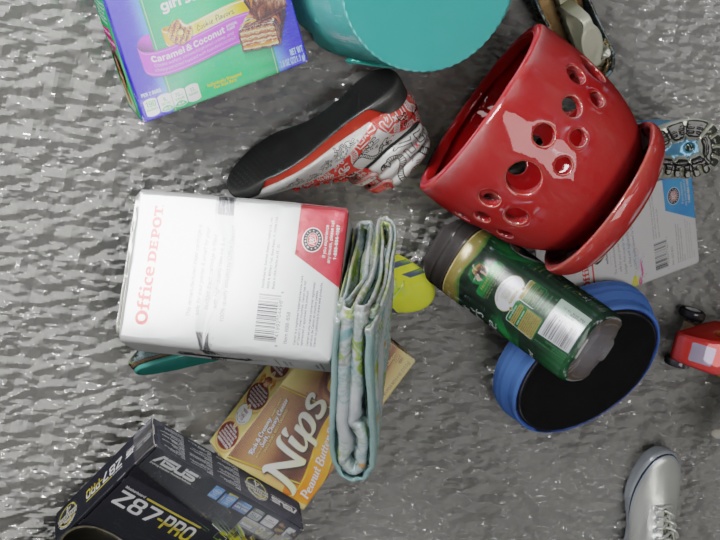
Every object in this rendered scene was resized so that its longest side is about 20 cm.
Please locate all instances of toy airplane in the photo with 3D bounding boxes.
[{"bbox_3d":[0.469,0.104,1.710,0.199,0.141,0.200,-35,118,-9],"label":"toy airplane"}]

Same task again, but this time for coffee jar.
[{"bbox_3d":[0.162,0.026,1.510,0.085,0.200,0.104,-57,155,10],"label":"coffee jar"}]

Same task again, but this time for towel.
[{"bbox_3d":[0.005,0.071,1.394,0.048,0.171,0.201,7,125,5],"label":"towel"}]

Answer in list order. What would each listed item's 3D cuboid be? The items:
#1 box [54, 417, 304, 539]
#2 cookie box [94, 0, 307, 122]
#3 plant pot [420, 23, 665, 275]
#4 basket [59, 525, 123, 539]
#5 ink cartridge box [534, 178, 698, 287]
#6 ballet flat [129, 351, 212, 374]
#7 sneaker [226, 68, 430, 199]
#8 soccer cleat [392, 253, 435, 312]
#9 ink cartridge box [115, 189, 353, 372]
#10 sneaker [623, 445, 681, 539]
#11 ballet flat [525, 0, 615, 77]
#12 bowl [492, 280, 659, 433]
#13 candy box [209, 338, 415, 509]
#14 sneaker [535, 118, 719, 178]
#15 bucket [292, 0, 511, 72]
[{"bbox_3d":[-0.183,0.255,1.502,0.200,0.049,0.161,35,111,-29],"label":"box"},{"bbox_3d":[-0.158,-0.261,1.343,0.171,0.075,0.201,-23,115,-14],"label":"cookie box"},{"bbox_3d":[0.186,-0.112,1.450,0.182,0.200,0.201,33,93,-8],"label":"plant pot"},{"bbox_3d":[-0.292,0.380,1.447,0.200,0.181,0.136,-44,154,25],"label":"basket"},{"bbox_3d":[0.264,-0.038,1.611,0.199,0.068,0.116,-19,116,-17],"label":"ink cartridge box"},{"bbox_3d":[-0.132,0.055,1.462,0.199,0.074,0.075,-9,112,-7],"label":"ballet flat"},{"bbox_3d":[-0.025,-0.104,1.461,0.201,0.067,0.108,-34,131,1],"label":"sneaker"},{"bbox_3d":[-0.001,0.001,1.498,0.200,0.084,0.065,27,95,-29],"label":"soccer cleat"},{"bbox_3d":[-0.114,0.010,1.380,0.199,0.084,0.145,6,79,4],"label":"ink cartridge box"},{"bbox_3d":[0.357,0.311,1.772,0.073,0.071,0.201,-3,109,-23],"label":"sneaker"},{"bbox_3d":[0.209,-0.276,1.504,0.074,0.074,0.200,-37,118,-8],"label":"ballet flat"},{"bbox_3d":[0.241,0.100,1.623,0.200,0.039,0.201,-18,138,-17],"label":"bowl"},{"bbox_3d":[-0.050,0.136,1.540,0.115,0.055,0.200,37,91,-29],"label":"candy box"},{"bbox_3d":[0.280,-0.123,1.582,0.199,0.090,0.079,-3,99,-1],"label":"sneaker"},{"bbox_3d":[0.039,-0.285,1.387,0.206,0.135,0.208,-8,112,-21],"label":"bucket"}]
